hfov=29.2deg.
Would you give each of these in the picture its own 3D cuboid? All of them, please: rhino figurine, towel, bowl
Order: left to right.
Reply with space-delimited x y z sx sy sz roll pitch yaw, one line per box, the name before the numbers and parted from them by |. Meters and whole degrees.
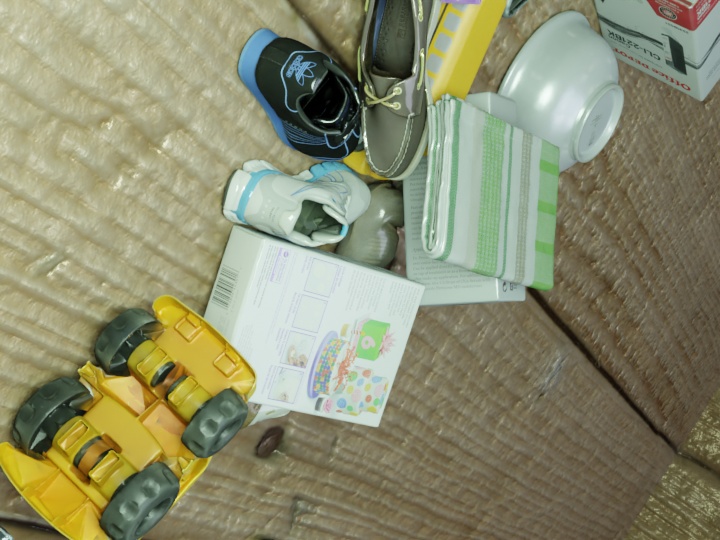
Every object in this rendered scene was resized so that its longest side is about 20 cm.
rhino figurine | 0.000 0.000 1.389 0.087 0.060 0.201 13 103 -57
towel | 0.123 -0.066 1.280 0.199 0.031 0.150 16 76 -51
bowl | 0.237 -0.185 1.573 0.201 0.090 0.202 -39 147 -32

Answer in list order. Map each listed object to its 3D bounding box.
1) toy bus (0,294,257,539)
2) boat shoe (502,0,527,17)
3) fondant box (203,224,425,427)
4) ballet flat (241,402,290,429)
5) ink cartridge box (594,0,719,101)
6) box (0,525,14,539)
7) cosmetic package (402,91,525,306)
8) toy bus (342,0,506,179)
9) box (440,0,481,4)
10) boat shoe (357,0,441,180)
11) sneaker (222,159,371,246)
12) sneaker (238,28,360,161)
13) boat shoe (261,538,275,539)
toy bus | -0.181 0.147 1.169 0.200 0.136 0.192 -46 162 -15
boat shoe | 0.185 -0.318 1.370 0.199 0.068 0.074 -41 149 -31
fondant box | -0.048 0.054 1.274 0.199 0.058 0.145 16 94 -39
ballet flat | -0.083 0.093 1.329 0.201 0.072 0.068 -58 -162 -10
ink cartridge box | 0.348 -0.302 1.578 0.084 0.144 0.200 -52 152 -9
box | -0.316 0.211 0.928 0.123 0.198 0.201 -42 149 -28
cosmetic package | 0.100 -0.067 1.355 0.071 0.101 0.202 2 85 -61
toy bus | 0.057 -0.176 1.289 0.065 0.078 0.201 -4 121 -58
box | 0.082 -0.339 1.150 0.200 0.039 0.138 66 34 -58
boat shoe | 0.029 -0.177 1.225 0.059 0.071 0.201 -22 124 -60
sneaker | -0.037 -0.051 1.254 0.200 0.086 0.075 -8 124 -58
sneaker | -0.032 -0.135 1.180 0.070 0.078 0.200 -58 153 -3
boat shoe | -0.089 0.371 1.634 0.202 0.073 0.063 68 21 -46
